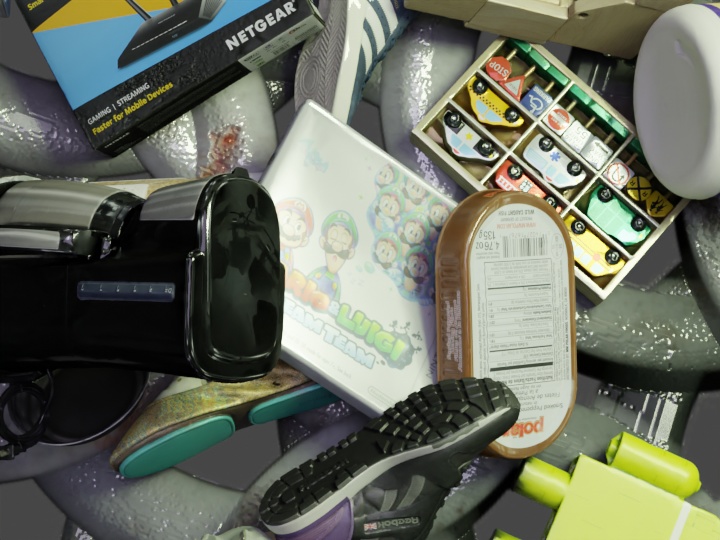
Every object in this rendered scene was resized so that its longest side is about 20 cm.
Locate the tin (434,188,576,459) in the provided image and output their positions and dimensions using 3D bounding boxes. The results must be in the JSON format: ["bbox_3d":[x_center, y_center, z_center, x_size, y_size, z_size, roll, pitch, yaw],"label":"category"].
[{"bbox_3d":[0.109,0.040,1.272,0.111,0.042,0.202,-3,93,-29],"label":"tin"}]

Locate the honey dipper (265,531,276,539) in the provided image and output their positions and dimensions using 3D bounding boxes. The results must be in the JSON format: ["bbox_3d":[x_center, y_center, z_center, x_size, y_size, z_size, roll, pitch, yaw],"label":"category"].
[{"bbox_3d":[-0.086,0.202,1.265,0.198,0.038,0.038,-9,78,-2],"label":"honey dipper"}]

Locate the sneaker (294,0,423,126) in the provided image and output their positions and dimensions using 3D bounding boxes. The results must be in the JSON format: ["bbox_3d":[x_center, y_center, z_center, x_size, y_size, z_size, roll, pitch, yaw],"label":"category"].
[{"bbox_3d":[0.006,-0.185,1.339,0.084,0.075,0.202,10,91,-34],"label":"sneaker"}]

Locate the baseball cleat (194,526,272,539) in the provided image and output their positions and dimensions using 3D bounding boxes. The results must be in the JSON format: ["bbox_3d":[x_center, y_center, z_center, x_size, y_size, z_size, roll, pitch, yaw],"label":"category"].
[{"bbox_3d":[-0.138,0.255,1.230,0.199,0.070,0.107,-22,123,15],"label":"baseball cleat"}]

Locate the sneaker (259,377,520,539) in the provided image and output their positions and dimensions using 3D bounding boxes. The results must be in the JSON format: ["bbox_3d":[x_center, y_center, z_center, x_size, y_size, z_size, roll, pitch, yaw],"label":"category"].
[{"bbox_3d":[0.033,0.152,1.223,0.199,0.076,0.088,-29,114,5],"label":"sneaker"}]

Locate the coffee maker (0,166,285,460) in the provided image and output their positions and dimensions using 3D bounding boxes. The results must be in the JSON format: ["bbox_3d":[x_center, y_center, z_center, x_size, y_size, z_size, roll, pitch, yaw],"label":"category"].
[{"bbox_3d":[-0.156,0.029,1.166,0.198,0.135,0.194,3,111,30],"label":"coffee maker"}]

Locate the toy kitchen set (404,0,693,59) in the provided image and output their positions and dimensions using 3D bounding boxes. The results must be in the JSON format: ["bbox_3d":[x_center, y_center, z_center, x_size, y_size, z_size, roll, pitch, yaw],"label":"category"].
[{"bbox_3d":[0.156,-0.288,1.294,0.198,0.180,0.165,9,67,-19],"label":"toy kitchen set"}]

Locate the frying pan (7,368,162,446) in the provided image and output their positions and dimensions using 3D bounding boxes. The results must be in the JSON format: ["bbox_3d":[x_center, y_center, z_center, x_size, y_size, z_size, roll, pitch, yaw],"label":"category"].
[{"bbox_3d":[-0.174,0.064,1.268,0.189,0.031,0.115,-33,48,-10],"label":"frying pan"}]

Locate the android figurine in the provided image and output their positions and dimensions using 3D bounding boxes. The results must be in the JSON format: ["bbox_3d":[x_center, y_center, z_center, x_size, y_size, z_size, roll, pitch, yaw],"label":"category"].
[{"bbox_3d":[0.196,0.219,1.277,0.199,0.041,0.183,26,77,4],"label":"android figurine"}]

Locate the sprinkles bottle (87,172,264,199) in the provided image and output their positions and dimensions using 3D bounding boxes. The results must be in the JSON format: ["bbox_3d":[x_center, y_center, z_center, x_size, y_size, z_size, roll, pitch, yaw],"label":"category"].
[{"bbox_3d":[-0.155,-0.036,1.293,0.198,0.068,0.069,-3,78,-4],"label":"sprinkles bottle"}]

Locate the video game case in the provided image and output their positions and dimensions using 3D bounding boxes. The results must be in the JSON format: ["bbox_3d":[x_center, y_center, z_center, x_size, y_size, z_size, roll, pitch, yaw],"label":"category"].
[{"bbox_3d":[0.000,0.000,1.270,0.199,0.024,0.183,34,64,-15],"label":"video game case"}]

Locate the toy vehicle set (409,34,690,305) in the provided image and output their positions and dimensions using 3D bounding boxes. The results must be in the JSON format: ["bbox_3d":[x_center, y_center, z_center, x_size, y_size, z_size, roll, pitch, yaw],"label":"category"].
[{"bbox_3d":[0.153,-0.085,1.345,0.200,0.027,0.124,41,78,5],"label":"toy vehicle set"}]

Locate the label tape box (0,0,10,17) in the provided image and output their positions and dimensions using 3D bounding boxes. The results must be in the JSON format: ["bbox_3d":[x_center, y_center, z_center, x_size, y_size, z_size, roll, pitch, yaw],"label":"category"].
[{"bbox_3d":[-0.371,-0.277,1.332,0.198,0.066,0.145,2,78,-5],"label":"label tape box"}]

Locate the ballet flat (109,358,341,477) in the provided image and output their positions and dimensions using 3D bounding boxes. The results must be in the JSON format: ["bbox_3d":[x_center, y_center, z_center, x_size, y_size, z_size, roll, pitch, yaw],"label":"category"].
[{"bbox_3d":[-0.098,0.092,1.274,0.198,0.071,0.071,-20,80,-10],"label":"ballet flat"}]

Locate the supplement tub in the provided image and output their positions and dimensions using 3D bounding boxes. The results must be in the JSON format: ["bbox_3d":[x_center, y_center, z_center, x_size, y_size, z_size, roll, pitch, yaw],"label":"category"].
[{"bbox_3d":[0.324,-0.134,1.298,0.198,0.145,0.147,-7,78,-17],"label":"supplement tub"}]

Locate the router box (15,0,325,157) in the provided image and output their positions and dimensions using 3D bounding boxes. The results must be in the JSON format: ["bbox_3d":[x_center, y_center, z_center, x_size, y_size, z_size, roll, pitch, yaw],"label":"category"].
[{"bbox_3d":[-0.148,-0.202,1.313,0.199,0.051,0.150,-31,81,7],"label":"router box"}]
